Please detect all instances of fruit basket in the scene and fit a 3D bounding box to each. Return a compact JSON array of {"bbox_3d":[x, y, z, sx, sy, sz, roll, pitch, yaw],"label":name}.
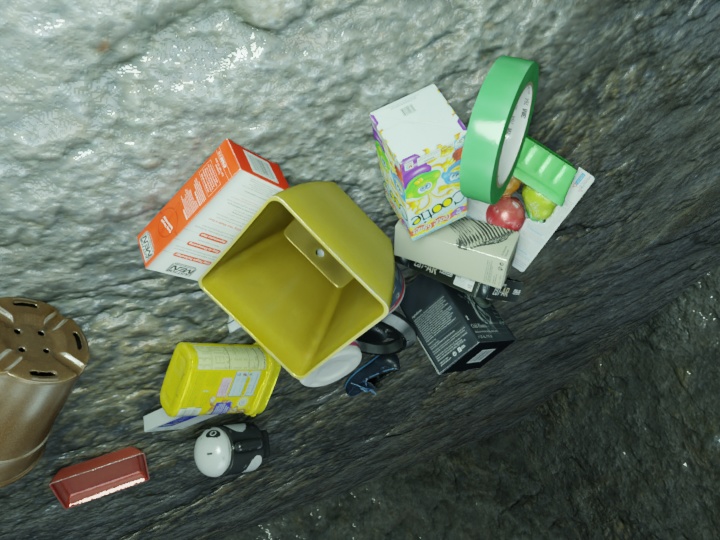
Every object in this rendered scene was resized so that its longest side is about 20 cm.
[{"bbox_3d":[0.261,-0.125,0.982,0.201,0.184,0.094,-58,179,30],"label":"fruit basket"}]

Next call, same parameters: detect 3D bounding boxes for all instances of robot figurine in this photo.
[{"bbox_3d":[-0.325,0.452,1.463,0.199,0.125,0.151,9,118,-48],"label":"robot figurine"}]

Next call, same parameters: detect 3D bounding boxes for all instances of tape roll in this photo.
[{"bbox_3d":[0.198,-0.196,0.818,0.201,0.048,0.201,-53,154,-39],"label":"tape roll"}]

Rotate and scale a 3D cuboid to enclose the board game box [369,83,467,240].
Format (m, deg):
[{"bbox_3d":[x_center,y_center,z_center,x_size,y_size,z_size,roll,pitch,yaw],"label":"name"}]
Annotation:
[{"bbox_3d":[0.092,-0.153,0.858,0.104,0.103,0.200,-26,151,-4],"label":"board game box"}]

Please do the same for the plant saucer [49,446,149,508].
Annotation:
[{"bbox_3d":[-0.608,0.482,1.354,0.199,0.037,0.200,-13,148,-24],"label":"plant saucer"}]

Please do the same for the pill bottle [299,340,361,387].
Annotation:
[{"bbox_3d":[-0.086,0.087,0.990,0.113,0.201,0.114,-20,151,-12],"label":"pill bottle"}]

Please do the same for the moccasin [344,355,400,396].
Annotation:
[{"bbox_3d":[0.029,0.294,1.565,0.080,0.068,0.200,4,139,-44],"label":"moccasin"}]

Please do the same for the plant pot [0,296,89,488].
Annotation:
[{"bbox_3d":[-0.487,0.157,0.785,0.198,0.201,0.200,-47,147,18],"label":"plant pot"}]

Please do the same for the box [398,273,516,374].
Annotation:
[{"bbox_3d":[0.211,0.109,1.273,0.124,0.197,0.199,-45,152,26],"label":"box"}]

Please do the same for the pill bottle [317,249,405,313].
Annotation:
[{"bbox_3d":[0.000,0.000,1.011,0.119,0.120,0.200,-30,151,5],"label":"pill bottle"}]

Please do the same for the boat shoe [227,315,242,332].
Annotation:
[{"bbox_3d":[-0.194,0.057,0.993,0.073,0.066,0.200,-19,172,-30],"label":"boat shoe"}]

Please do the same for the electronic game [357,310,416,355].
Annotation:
[{"bbox_3d":[0.021,0.125,1.224,0.198,0.042,0.201,10,146,7],"label":"electronic game"}]

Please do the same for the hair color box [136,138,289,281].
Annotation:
[{"bbox_3d":[-0.199,-0.074,0.778,0.200,0.061,0.101,-41,149,20],"label":"hair color box"}]

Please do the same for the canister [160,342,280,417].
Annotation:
[{"bbox_3d":[-0.271,0.211,1.120,0.199,0.086,0.149,10,108,-45],"label":"canister"}]

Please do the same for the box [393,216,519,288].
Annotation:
[{"bbox_3d":[0.162,-0.046,0.982,0.069,0.199,0.082,90,25,-44],"label":"box"}]

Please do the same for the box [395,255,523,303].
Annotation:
[{"bbox_3d":[0.187,0.003,1.101,0.160,0.199,0.044,9,103,-47],"label":"box"}]

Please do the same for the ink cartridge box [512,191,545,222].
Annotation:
[{"bbox_3d":[0.269,-0.086,1.138,0.145,0.084,0.199,-43,148,25],"label":"ink cartridge box"}]

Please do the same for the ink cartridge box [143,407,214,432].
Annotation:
[{"bbox_3d":[-0.363,0.300,1.215,0.199,0.040,0.099,-25,156,34],"label":"ink cartridge box"}]

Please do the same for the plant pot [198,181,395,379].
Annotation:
[{"bbox_3d":[-0.065,-0.008,0.807,0.200,0.200,0.177,-41,-172,34],"label":"plant pot"}]
